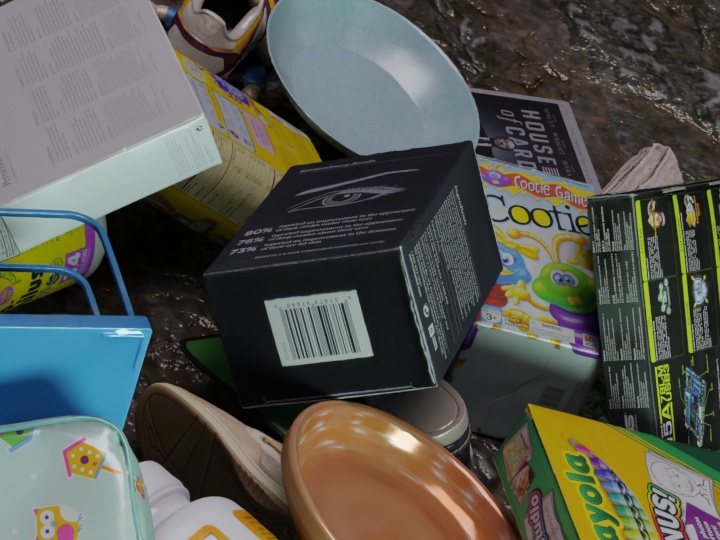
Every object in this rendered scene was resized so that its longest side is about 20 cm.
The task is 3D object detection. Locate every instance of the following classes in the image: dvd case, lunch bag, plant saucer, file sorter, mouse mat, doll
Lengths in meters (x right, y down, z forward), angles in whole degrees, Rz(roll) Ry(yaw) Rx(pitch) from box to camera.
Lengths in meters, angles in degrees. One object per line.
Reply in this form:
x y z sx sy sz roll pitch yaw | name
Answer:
0.100 -0.099 1.976 0.199 0.025 0.151 5 42 -19 | dvd case
-0.199 0.186 1.383 0.160 0.077 0.201 -9 76 -1 | lunch bag
0.027 0.169 1.516 0.200 0.037 0.200 32 27 -18 | plant saucer
0.003 -0.144 1.915 0.200 0.039 0.202 21 42 -20 | plant saucer
-0.232 0.071 1.483 0.138 0.201 0.123 1 41 -24 | file sorter
-0.020 0.104 1.652 0.200 0.008 0.161 41 21 21 | mouse mat
-0.140 -0.172 1.927 0.200 0.049 0.136 -23 57 -41 | doll

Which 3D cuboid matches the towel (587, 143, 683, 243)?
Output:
0.233 0.013 1.800 0.034 0.201 0.133 -8 23 33 | towel

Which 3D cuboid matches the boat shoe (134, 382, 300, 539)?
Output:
-0.068 0.146 1.581 0.200 0.072 0.065 39 31 19 | boat shoe

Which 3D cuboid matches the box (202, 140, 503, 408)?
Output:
0.000 0.000 1.623 0.147 0.105 0.200 -7 21 22 | box

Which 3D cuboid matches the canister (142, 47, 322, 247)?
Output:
-0.114 -0.087 1.747 0.200 0.087 0.149 32 24 -40 | canister

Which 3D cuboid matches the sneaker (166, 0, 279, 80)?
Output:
-0.099 -0.217 1.891 0.075 0.090 0.200 31 39 -8 | sneaker

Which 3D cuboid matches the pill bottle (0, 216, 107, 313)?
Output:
-0.280 -0.014 1.633 0.200 0.105 0.104 -24 57 -42 | pill bottle

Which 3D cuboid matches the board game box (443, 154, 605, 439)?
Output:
0.117 0.022 1.779 0.103 0.105 0.200 14 39 -9 | board game box

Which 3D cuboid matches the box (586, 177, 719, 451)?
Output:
0.240 0.036 1.735 0.047 0.201 0.193 -4 4 39 | box

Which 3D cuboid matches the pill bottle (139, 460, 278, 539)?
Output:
-0.084 0.211 1.459 0.200 0.111 0.111 39 42 20 | pill bottle

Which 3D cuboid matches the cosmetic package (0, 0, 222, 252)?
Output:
-0.197 -0.119 1.620 0.150 0.052 0.200 -22 46 -5 | cosmetic package

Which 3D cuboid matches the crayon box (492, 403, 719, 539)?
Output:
0.194 0.191 1.555 0.172 0.058 0.200 16 34 -28 | crayon box

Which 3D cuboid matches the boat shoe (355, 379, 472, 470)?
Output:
0.027 0.090 1.696 0.072 0.063 0.200 -24 33 -10 | boat shoe
